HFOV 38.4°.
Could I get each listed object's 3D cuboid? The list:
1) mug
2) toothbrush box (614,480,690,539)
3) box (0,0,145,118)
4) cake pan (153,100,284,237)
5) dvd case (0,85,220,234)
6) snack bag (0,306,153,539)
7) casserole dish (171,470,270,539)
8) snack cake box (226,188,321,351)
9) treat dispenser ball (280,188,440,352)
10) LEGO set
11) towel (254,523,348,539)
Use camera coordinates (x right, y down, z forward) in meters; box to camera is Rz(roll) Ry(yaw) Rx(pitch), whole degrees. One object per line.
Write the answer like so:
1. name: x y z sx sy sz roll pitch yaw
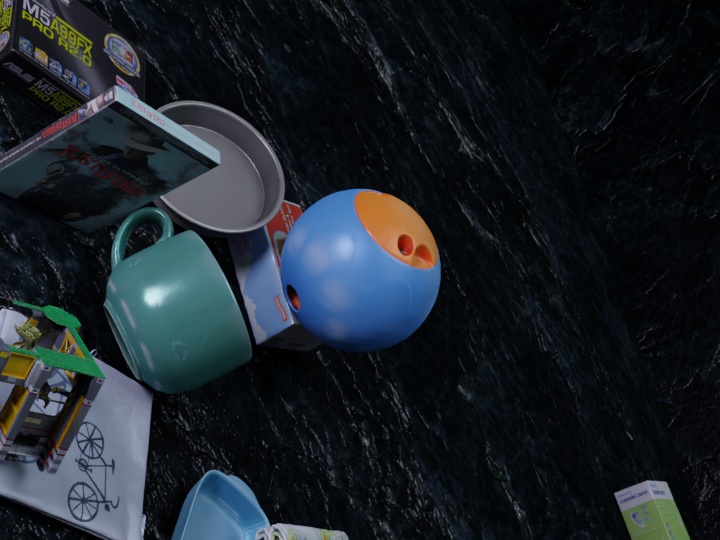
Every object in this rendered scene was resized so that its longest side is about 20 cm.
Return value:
1. mug: -0.205 0.042 1.085 0.185 0.114 0.153 44 -26 46
2. toothbrush box: 0.641 0.562 2.227 0.145 0.086 0.201 19 49 -55
3. box: -0.341 -0.249 1.225 0.200 0.044 0.161 37 35 -43
4. cake pan: -0.192 -0.124 1.311 0.199 0.037 0.202 18 51 -24
5. dvd case: -0.263 -0.105 1.044 0.146 0.199 0.022 31 44 -48
6. snack bag: -0.273 0.151 0.974 0.200 0.021 0.190 39 34 -40
7. casserole dish: -0.148 0.296 1.044 0.121 0.039 0.201 49 27 -25
8. snack cake box: -0.109 0.001 1.387 0.115 0.067 0.201 14 52 -55
9. treat dispenser ball: 0.000 0.000 1.279 0.201 0.200 0.202 43 30 -34
10. LEGO set: -0.318 0.093 0.860 0.154 0.116 0.199 38 12 38
11. towel: -0.045 0.364 1.114 0.200 0.048 0.173 37 41 -61
